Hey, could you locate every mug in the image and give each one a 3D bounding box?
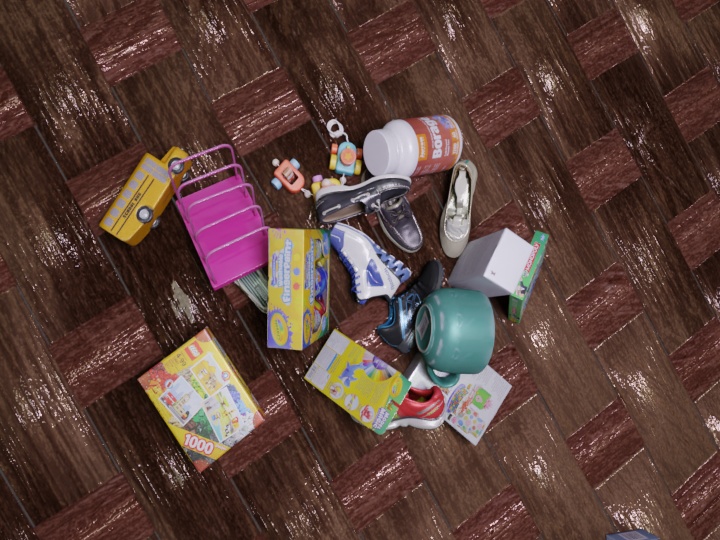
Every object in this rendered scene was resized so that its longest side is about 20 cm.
[{"bbox_3d":[0.167,0.129,0.991,0.110,0.152,0.193,5,84,-15],"label":"mug"}]

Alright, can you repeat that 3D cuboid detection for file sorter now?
[{"bbox_3d":[-0.253,-0.103,0.965,0.135,0.126,0.204,-25,69,-16],"label":"file sorter"}]

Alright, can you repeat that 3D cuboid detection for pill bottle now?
[{"bbox_3d":[0.105,-0.247,1.062,0.195,0.111,0.116,-18,89,-35],"label":"pill bottle"}]

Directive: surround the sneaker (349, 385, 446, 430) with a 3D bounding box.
[{"bbox_3d":[0.071,0.254,1.032,0.192,0.077,0.088,-5,111,10],"label":"sneaker"}]

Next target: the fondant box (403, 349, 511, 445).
[{"bbox_3d":[0.197,0.236,1.096,0.198,0.058,0.146,39,79,-5],"label":"fondant box"}]

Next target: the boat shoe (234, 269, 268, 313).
[{"bbox_3d":[-0.225,-0.004,1.028,0.072,0.062,0.201,-42,93,-12],"label":"boat shoe"}]

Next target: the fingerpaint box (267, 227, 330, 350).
[{"bbox_3d":[-0.109,0.026,0.974,0.070,0.166,0.209,3,94,13],"label":"fingerpaint box"}]

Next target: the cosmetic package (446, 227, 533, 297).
[{"bbox_3d":[0.254,-0.008,1.056,0.070,0.200,0.104,29,81,-6],"label":"cosmetic package"}]

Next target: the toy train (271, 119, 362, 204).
[{"bbox_3d":[-0.082,-0.217,1.080,0.200,0.056,0.151,-44,95,-11],"label":"toy train"}]

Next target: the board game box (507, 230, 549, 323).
[{"bbox_3d":[0.341,0.020,1.079,0.028,0.200,0.138,22,79,20],"label":"board game box"}]

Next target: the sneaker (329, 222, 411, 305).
[{"bbox_3d":[0.001,0.000,1.065,0.196,0.080,0.118,33,77,-9],"label":"sneaker"}]

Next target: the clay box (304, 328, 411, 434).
[{"bbox_3d":[-0.002,0.214,1.011,0.197,0.048,0.117,30,80,28],"label":"clay box"}]

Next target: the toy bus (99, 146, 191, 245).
[{"bbox_3d":[-0.403,-0.147,1.004,0.077,0.065,0.204,30,80,-4],"label":"toy bus"}]

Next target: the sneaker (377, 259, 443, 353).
[{"bbox_3d":[0.106,0.063,1.084,0.080,0.073,0.205,28,80,-8],"label":"sneaker"}]

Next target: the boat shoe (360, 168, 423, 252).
[{"bbox_3d":[0.068,-0.130,1.098,0.071,0.065,0.204,-30,90,-10],"label":"boat shoe"}]

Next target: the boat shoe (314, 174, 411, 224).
[{"bbox_3d":[0.007,-0.136,1.024,0.192,0.074,0.063,-10,68,-1],"label":"boat shoe"}]

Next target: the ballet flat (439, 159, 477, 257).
[{"bbox_3d":[0.204,-0.128,1.104,0.067,0.069,0.209,4,98,-11],"label":"ballet flat"}]

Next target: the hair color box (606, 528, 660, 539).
[{"bbox_3d":[0.597,0.682,1.138,0.095,0.061,0.209,-2,86,-12],"label":"hair color box"}]

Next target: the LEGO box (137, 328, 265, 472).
[{"bbox_3d":[-0.292,0.238,0.985,0.147,0.077,0.203,-35,92,-12],"label":"LEGO box"}]
